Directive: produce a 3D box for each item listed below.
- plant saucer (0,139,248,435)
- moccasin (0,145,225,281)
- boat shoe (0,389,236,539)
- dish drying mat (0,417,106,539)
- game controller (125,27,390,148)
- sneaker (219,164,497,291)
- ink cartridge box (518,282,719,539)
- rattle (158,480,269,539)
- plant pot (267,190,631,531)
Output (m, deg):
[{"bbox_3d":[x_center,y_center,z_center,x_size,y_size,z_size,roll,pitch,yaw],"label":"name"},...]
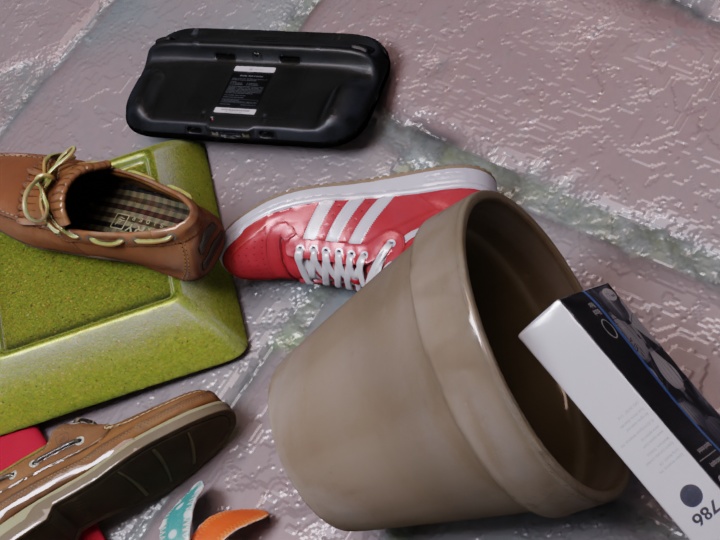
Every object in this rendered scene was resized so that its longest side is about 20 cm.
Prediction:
[{"bbox_3d":[-0.197,-0.002,1.304,0.199,0.048,0.200,-18,56,3],"label":"plant saucer"},{"bbox_3d":[-0.192,-0.046,1.253,0.201,0.078,0.074,21,67,27],"label":"moccasin"},{"bbox_3d":[-0.181,0.128,1.207,0.200,0.072,0.068,-30,57,-12],"label":"boat shoe"},{"bbox_3d":[-0.236,0.160,1.252,0.077,0.018,0.200,-36,55,-5],"label":"dish drying mat"},{"bbox_3d":[-0.079,-0.137,1.353,0.199,0.042,0.105,5,61,23],"label":"game controller"},{"bbox_3d":[0.000,0.000,1.227,0.199,0.071,0.113,-13,54,10],"label":"sneaker"},{"bbox_3d":[0.180,0.097,1.045,0.039,0.099,0.200,-43,78,21],"label":"ink cartridge box"},{"bbox_3d":[-0.151,0.202,1.124,0.200,0.143,0.130,-46,48,-5],"label":"rattle"},{"bbox_3d":[0.044,0.075,1.110,0.173,0.200,0.200,-25,54,24],"label":"plant pot"}]
